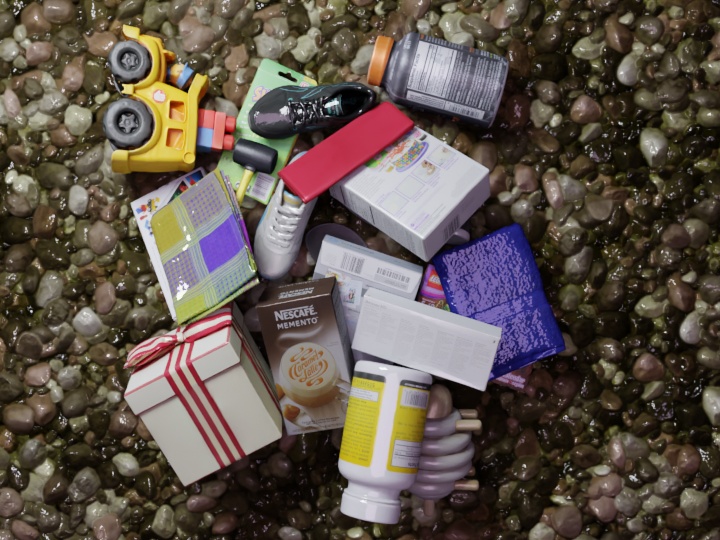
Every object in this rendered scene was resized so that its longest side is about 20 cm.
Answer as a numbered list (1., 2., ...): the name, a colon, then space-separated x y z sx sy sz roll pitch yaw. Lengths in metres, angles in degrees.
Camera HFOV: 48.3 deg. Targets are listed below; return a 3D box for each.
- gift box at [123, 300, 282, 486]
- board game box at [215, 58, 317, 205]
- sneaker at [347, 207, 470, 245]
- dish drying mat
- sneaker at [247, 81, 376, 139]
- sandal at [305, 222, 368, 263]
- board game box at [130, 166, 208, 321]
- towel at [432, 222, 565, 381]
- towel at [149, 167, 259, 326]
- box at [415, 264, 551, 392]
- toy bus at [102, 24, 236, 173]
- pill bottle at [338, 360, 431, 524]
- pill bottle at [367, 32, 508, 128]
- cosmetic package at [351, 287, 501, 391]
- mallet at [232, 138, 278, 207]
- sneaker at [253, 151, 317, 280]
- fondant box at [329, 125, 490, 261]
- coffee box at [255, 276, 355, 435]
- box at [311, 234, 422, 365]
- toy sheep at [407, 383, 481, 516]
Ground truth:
1. gift box: -0.229 0.160 1.155 0.182 0.200 0.189 -28 110 -3
2. board game box: -0.145 -0.212 1.229 0.094 0.030 0.203 24 93 0
3. sneaker: 0.078 -0.109 1.210 0.196 0.071 0.101 14 75 10
4. dish drying mat: -0.020 -0.171 1.151 0.199 0.018 0.077 -37 58 -12
5. sneaker: -0.069 -0.243 1.180 0.197 0.079 0.077 -16 102 -12
6. sandal: 0.000 0.000 1.217 0.200 0.045 0.075 42 93 1
7. board game box: -0.253 -0.040 1.201 0.125 0.035 0.202 -25 72 2
8. towel: 0.200 0.048 1.175 0.145 0.050 0.203 -20 92 -2
9. towel: -0.225 -0.035 1.134 0.142 0.023 0.202 -30 60 13
10. box: 0.174 0.087 1.217 0.197 0.039 0.139 18 90 1
11. toy bus: -0.278 -0.242 1.188 0.188 0.136 0.204 3 88 -11
12. pill bottle: 0.029 0.231 1.089 0.109 0.111 0.204 11 82 1
13. pill bottle: 0.110 -0.286 1.183 0.197 0.106 0.108 16 91 1
14. cosmetic package: 0.093 0.094 1.131 0.197 0.051 0.084 18 109 8
15. mallet: -0.191 -0.102 1.177 0.065 0.041 0.202 26 76 6
16. sneaker: -0.111 -0.084 1.202 0.075 0.081 0.203 20 92 -1
17. fondant box: 0.066 -0.125 1.147 0.199 0.059 0.144 37 71 28
18. coffee box: -0.071 0.123 1.153 0.112 0.080 0.203 -10 107 8
19. box: -0.008 0.067 1.192 0.153 0.041 0.203 17 108 2
20. toy sheep: 0.108 0.266 1.178 0.135 0.138 0.204 1 97 1
